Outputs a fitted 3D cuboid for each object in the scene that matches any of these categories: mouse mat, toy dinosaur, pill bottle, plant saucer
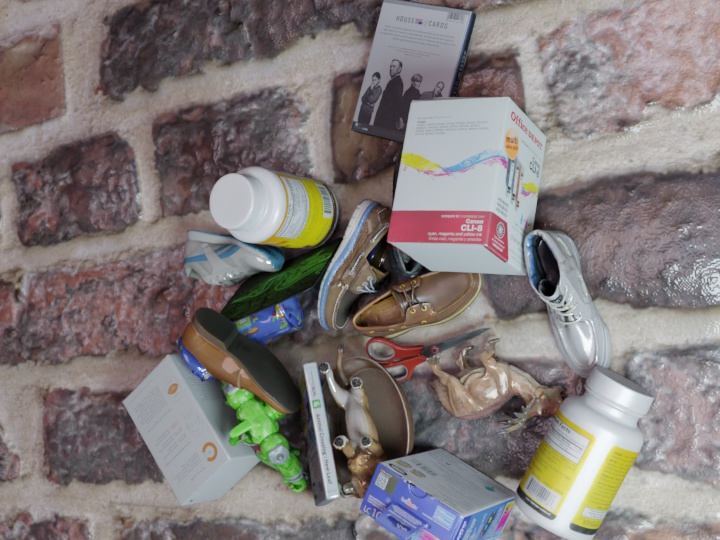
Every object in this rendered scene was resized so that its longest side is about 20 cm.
[{"bbox_3d":[-0.125,0.020,1.574,0.200,0.161,0.008,-22,110,28],"label":"mouse mat"},{"bbox_3d":[0.165,0.166,1.422,0.200,0.086,0.136,-19,84,35],"label":"toy dinosaur"},{"bbox_3d":[-0.126,-0.090,1.541,0.109,0.200,0.109,-2,86,31],"label":"pill bottle"},{"bbox_3d":[0.011,0.221,1.511,0.200,0.034,0.200,1,92,49],"label":"plant saucer"},{"bbox_3d":[0.282,0.225,1.325,0.111,0.111,0.200,31,100,29],"label":"pill bottle"}]

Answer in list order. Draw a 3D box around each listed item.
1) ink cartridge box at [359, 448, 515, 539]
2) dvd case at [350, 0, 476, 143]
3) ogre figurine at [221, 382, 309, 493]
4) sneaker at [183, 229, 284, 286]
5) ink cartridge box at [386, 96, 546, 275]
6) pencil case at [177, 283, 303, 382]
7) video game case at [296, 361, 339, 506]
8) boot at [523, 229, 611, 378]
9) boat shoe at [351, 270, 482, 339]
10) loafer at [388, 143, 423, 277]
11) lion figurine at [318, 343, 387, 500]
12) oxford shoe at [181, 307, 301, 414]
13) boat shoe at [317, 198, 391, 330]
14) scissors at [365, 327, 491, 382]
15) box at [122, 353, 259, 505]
[{"bbox_3d":[0.096,0.303,1.383,0.136,0.200,0.076,28,102,30],"label":"ink cartridge box"},{"bbox_3d":[0.075,-0.283,1.534,0.150,0.025,0.200,18,96,31],"label":"dvd case"},{"bbox_3d":[-0.147,0.233,1.574,0.098,0.120,0.200,-16,71,-3],"label":"ogre figurine"},{"bbox_3d":[-0.196,-0.013,1.656,0.200,0.076,0.081,10,90,41],"label":"sneaker"},{"bbox_3d":[0.141,-0.109,1.390,0.145,0.145,0.200,2,76,31],"label":"ink cartridge box"},{"bbox_3d":[-0.181,0.096,1.613,0.200,0.078,0.087,-30,53,14],"label":"pencil case"},{"bbox_3d":[-0.062,0.234,1.495,0.022,0.200,0.182,-9,76,-9],"label":"video game case"},{"bbox_3d":[0.256,0.043,1.362,0.074,0.096,0.200,-25,75,28],"label":"boot"},{"bbox_3d":[0.076,0.046,1.488,0.200,0.068,0.072,-26,74,27],"label":"boat shoe"},{"bbox_3d":[0.077,-0.090,1.477,0.068,0.070,0.201,6,93,-7],"label":"loafer"},{"bbox_3d":[-0.004,0.210,1.450,0.072,0.122,0.200,-10,62,11],"label":"lion figurine"},{"bbox_3d":[-0.170,0.141,1.522,0.200,0.071,0.071,41,119,3],"label":"oxford shoe"},{"bbox_3d":[0.000,0.000,1.535,0.072,0.072,0.200,24,100,29],"label":"boat shoe"},{"bbox_3d":[0.097,0.119,1.496,0.200,0.014,0.073,-8,107,23],"label":"scissors"},{"bbox_3d":[-0.259,0.245,1.664,0.124,0.097,0.200,-44,66,21],"label":"box"}]
